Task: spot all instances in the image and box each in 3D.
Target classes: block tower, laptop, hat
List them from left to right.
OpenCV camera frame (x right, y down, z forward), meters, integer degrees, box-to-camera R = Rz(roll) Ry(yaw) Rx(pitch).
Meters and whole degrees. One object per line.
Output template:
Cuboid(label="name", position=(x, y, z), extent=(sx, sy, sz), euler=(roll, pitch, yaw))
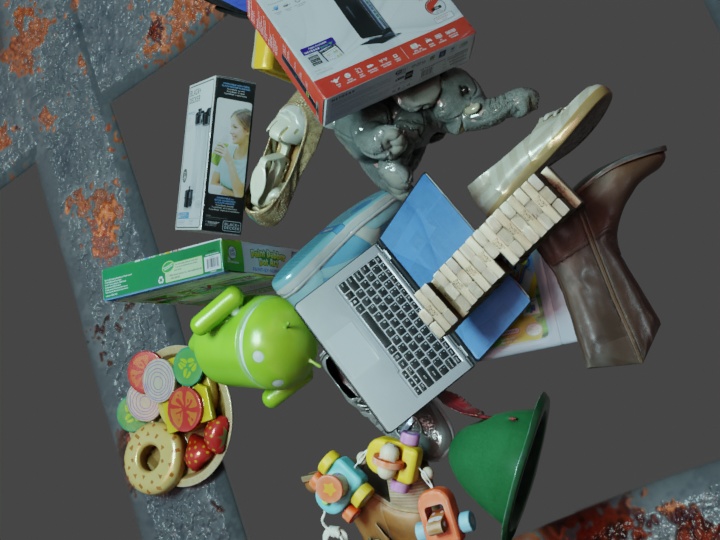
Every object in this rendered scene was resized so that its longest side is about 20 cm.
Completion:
Cuboid(label="laptop", position=(0.051, 0.038, 1.151), extent=(0.199, 0.116, 0.188), euler=(-37, 74, -8))
Cuboid(label="hat", position=(0.104, 0.190, 1.134), extent=(0.174, 0.200, 0.168), euler=(16, 80, 17))
Cuboid(label="block tower", position=(0.138, -0.018, 1.071), extent=(0.054, 0.058, 0.200), euler=(47, 108, 11))

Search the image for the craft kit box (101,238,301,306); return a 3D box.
Cuboid(label="craft kit box", position=(-0.190, 0.007, 1.322), extent=(0.198, 0.197, 0.049), euler=(-12, 77, 29))

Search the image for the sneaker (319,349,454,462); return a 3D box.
Cuboid(label="sneaker", position=(0.024, 0.162, 1.243), extent=(0.199, 0.082, 0.075), euler=(38, 106, 22))

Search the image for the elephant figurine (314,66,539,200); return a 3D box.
Cuboid(label="elephant figurine", position=(0.078, -0.191, 1.221), extent=(0.200, 0.155, 0.141), euler=(-44, 20, -6))

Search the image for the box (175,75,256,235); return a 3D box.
Cuboid(label="box", position=(-0.195, -0.151, 1.387), extent=(0.116, 0.059, 0.203), euler=(7, 91, 63))

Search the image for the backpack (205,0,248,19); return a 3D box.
Cuboid(label="backpack", position=(-0.161, -0.416, 1.338), extent=(0.161, 0.200, 0.169), euler=(28, 98, -14))

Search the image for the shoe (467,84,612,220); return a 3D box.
Cuboid(label="shoe", position=(0.199, -0.139, 1.166), extent=(0.200, 0.070, 0.054), euler=(-47, 74, 23))

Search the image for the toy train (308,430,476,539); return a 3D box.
Cuboid(label="toy train", position=(0.024, 0.265, 1.173), extent=(0.198, 0.055, 0.153), euler=(-15, 83, 25))

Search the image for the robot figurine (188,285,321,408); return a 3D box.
Cuboid(label="robot figurine", position=(-0.133, 0.090, 1.314), extent=(0.198, 0.176, 0.116), euler=(-1, 45, 46))

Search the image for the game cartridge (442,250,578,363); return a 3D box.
Cuboid(label="game cartridge", position=(0.164, 0.030, 1.181), extent=(0.198, 0.040, 0.135), euler=(-15, 84, 27))

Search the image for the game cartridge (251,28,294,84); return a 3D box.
Cuboid(label="game cartridge", position=(-0.060, -0.329, 1.276), extent=(0.032, 0.175, 0.203), euler=(9, 92, 31))

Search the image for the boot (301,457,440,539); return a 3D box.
Cuboid(label="boot", position=(0.013, 0.311, 1.252), extent=(0.198, 0.073, 0.157), euler=(-7, 93, 41))

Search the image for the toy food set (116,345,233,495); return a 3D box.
Cuboid(label="toy food set", position=(-0.260, 0.200, 1.438), extent=(0.198, 0.048, 0.201), euler=(-22, 75, 29))

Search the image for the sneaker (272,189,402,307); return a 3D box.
Cuboid(label="sneaker", position=(0.000, 0.000, 1.275), extent=(0.200, 0.079, 0.131), euler=(-41, 102, -12))

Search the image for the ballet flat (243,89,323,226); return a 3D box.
Cuboid(label="ballet flat", position=(-0.101, -0.153, 1.354), extent=(0.070, 0.065, 0.203), euler=(23, 99, 29))

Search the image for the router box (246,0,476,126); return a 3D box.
Cuboid(label="router box", position=(-0.002, -0.276, 1.161), extent=(0.198, 0.049, 0.180), euler=(-27, 67, -18))

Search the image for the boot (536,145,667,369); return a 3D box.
Cuboid(label="boot", position=(0.286, -0.011, 1.108), extent=(0.185, 0.064, 0.202), euler=(-27, 89, -3))
